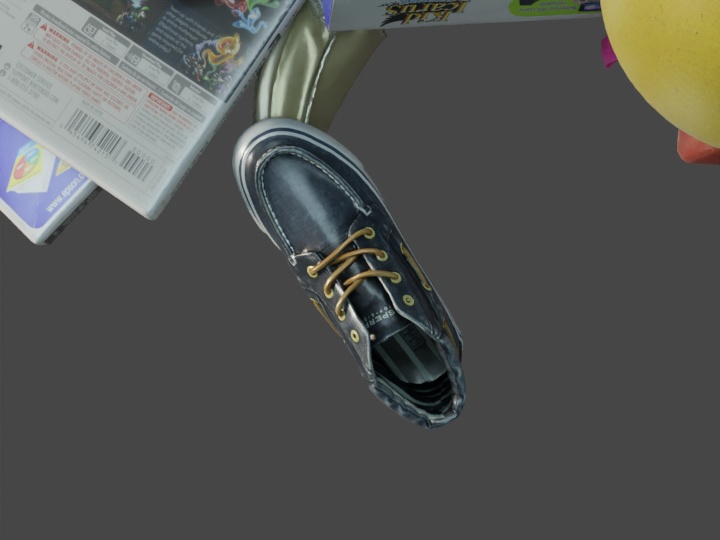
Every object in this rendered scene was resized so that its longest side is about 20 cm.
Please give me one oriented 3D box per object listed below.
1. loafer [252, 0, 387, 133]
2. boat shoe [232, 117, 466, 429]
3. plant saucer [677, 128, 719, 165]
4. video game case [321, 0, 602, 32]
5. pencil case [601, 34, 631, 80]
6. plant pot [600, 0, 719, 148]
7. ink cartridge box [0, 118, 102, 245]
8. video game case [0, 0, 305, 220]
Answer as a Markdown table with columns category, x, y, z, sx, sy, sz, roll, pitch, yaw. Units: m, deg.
| category | x | y | z | sx | sy | sz | roll | pitch | yaw |
| --- | --- | --- | --- | --- | --- | --- | --- | --- | --- |
| loafer | -0.020 | -0.138 | 1.596 | 0.068 | 0.076 | 0.201 | 9 | 89 | 7 |
| boat shoe | 0.000 | 0.000 | 1.552 | 0.071 | 0.091 | 0.200 | -36 | 111 | 8 |
| plant saucer | 0.293 | -0.152 | 1.535 | 0.198 | 0.037 | 0.201 | 3 | 103 | -5 |
| video game case | 0.057 | -0.239 | 1.563 | 0.180 | 0.046 | 0.201 | -3 | 63 | -9 |
| pencil case | 0.243 | -0.167 | 1.591 | 0.199 | 0.088 | 0.089 | -8 | 89 | 0 |
| plant pot | 0.232 | -0.171 | 1.414 | 0.199 | 0.142 | 0.201 | 0 | 82 | 1 |
| ink cartridge box | -0.195 | -0.153 | 1.613 | 0.200 | 0.043 | 0.198 | 45 | 88 | 3 |
| video game case | -0.151 | -0.158 | 1.569 | 0.200 | 0.023 | 0.182 | 34 | 87 | 11 |
